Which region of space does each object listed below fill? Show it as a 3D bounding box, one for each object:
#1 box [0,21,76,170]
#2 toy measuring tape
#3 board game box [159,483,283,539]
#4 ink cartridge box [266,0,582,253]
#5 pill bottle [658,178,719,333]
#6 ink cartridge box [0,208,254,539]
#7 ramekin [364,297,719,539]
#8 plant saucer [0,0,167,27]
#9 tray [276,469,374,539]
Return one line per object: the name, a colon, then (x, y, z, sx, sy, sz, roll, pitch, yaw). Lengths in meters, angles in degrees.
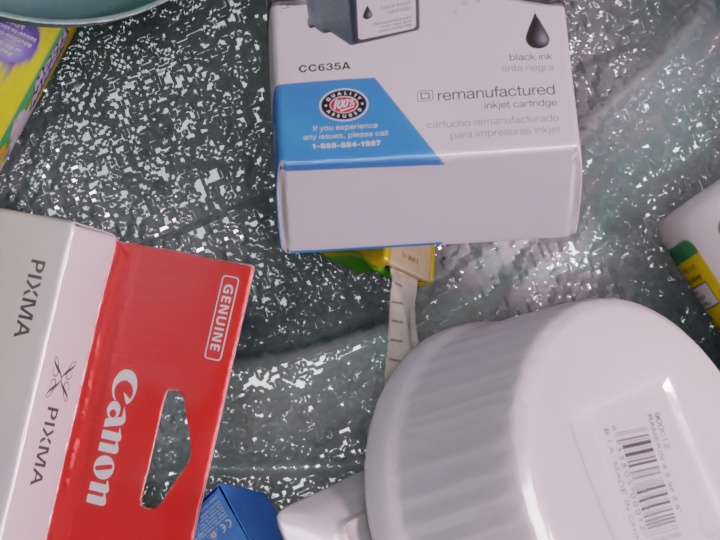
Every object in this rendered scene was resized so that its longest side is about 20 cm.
box: (-0.221, -0.100, 1.404, 0.117, 0.048, 0.201, 23, 64, 1)
toy measuring tape: (0.000, 0.000, 1.412, 0.073, 0.074, 0.201, 3, 67, 0)
board game box: (-0.063, 0.229, 1.358, 0.152, 0.045, 0.200, -42, 60, 19)
ink cartridge box: (0.027, -0.116, 1.384, 0.146, 0.086, 0.201, -4, 59, -1)
pill bottle: (0.246, 0.031, 1.403, 0.113, 0.113, 0.200, -33, 86, -2)
ink cartridge box: (-0.155, 0.075, 1.392, 0.176, 0.045, 0.201, 10, 86, 32)
ramekin: (0.106, 0.110, 1.349, 0.200, 0.098, 0.201, 19, 60, -37)
plant saucer: (-0.163, -0.193, 1.417, 0.199, 0.036, 0.201, 7, 55, -10)
tray: (0.050, 0.134, 1.374, 0.022, 0.200, 0.108, -29, 85, 43)
